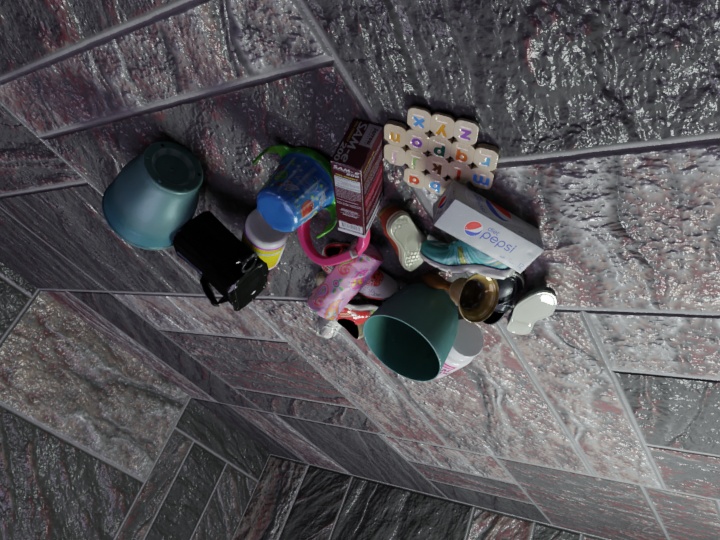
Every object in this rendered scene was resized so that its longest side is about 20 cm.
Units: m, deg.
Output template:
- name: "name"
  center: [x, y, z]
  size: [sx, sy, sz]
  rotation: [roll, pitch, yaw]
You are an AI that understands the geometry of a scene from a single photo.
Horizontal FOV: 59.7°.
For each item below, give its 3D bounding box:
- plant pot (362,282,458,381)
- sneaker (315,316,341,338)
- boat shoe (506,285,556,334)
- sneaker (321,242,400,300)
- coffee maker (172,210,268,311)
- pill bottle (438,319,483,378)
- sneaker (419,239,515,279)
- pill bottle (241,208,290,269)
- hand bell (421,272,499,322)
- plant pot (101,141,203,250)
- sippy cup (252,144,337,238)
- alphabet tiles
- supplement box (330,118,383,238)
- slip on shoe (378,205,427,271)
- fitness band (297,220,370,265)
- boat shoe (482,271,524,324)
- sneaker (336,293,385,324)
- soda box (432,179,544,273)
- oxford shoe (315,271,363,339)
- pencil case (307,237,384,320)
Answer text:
- name: "plant pot"
  center: [0.130, 0.124, 1.430]
  size: [0.200, 0.161, 0.201]
  rotation: [25, 143, 21]
- name: "sneaker"
  center: [-0.067, 0.138, 1.710]
  size: [0.078, 0.100, 0.200]
  rotation: [29, 151, -9]
- name: "boat shoe"
  center: [0.356, 0.071, 1.311]
  size: [0.072, 0.062, 0.200]
  rotation: [17, 153, 3]
- name: "sneaker"
  center: [-0.001, 0.001, 1.462]
  size: [0.200, 0.068, 0.108]
  rotation: [22, 154, 10]
- name: "coffee maker"
  center: [-0.310, -0.038, 1.412]
  size: [0.200, 0.135, 0.193]
  rotation: [40, 133, 15]
- name: "pill bottle"
  center: [0.220, 0.197, 1.575]
  size: [0.113, 0.114, 0.200]
  rotation: [28, 151, -7]
- name: "sneaker"
  center: [0.214, -0.043, 1.243]
  size: [0.199, 0.078, 0.080]
  rotation: [6, 128, 21]
- name: "pill bottle"
  center: [-0.233, -0.063, 1.492]
  size: [0.104, 0.105, 0.200]
  rotation: [27, 151, -5]
- name: "hand bell"
  center: [0.193, 0.033, 1.343]
  size: [0.104, 0.104, 0.200]
  rotation: [42, 171, -30]
- name: "plant pot"
  center: [-0.446, -0.178, 1.388]
  size: [0.199, 0.201, 0.188]
  rotation: [33, 136, -16]
- name: "sippy cup"
  center: [-0.129, -0.147, 1.213]
  size: [0.177, 0.130, 0.140]
  rotation: [27, 142, 16]
- name: "alphabet tiles"
  center: [0.135, -0.199, 1.075]
  size: [0.199, 0.015, 0.196]
  rotation: [17, 151, 13]
- name: "supplement box"
  center: [-0.002, -0.163, 1.142]
  size: [0.060, 0.109, 0.200]
  rotation: [18, 150, 12]
- name: "slip on shoe"
  center: [0.090, -0.067, 1.294]
  size: [0.061, 0.074, 0.200]
  rotation: [47, 176, 38]
- name: "fitness band"
  center: [-0.061, -0.085, 1.319]
  size: [0.199, 0.037, 0.145]
  rotation: [-16, 97, 47]
- name: "boat shoe"
  center: [0.297, 0.056, 1.334]
  size: [0.074, 0.062, 0.200]
  rotation: [22, 150, 7]
- name: "sneaker"
  center: [0.015, 0.096, 1.539]
  size: [0.199, 0.077, 0.085]
  rotation: [11, 127, -29]
- name: "soda box"
  center: [0.228, -0.077, 1.118]
  size: [0.199, 0.064, 0.068]
  rotation: [26, 128, -17]
- name: "oxford shoe"
  center: [-0.048, 0.086, 1.586]
  size: [0.200, 0.074, 0.071]
  rotation: [47, 123, 2]
- name: "pencil case"
  center: [-0.033, 0.017, 1.393]
  size: [0.087, 0.088, 0.200]
  rotation: [33, 111, -17]
